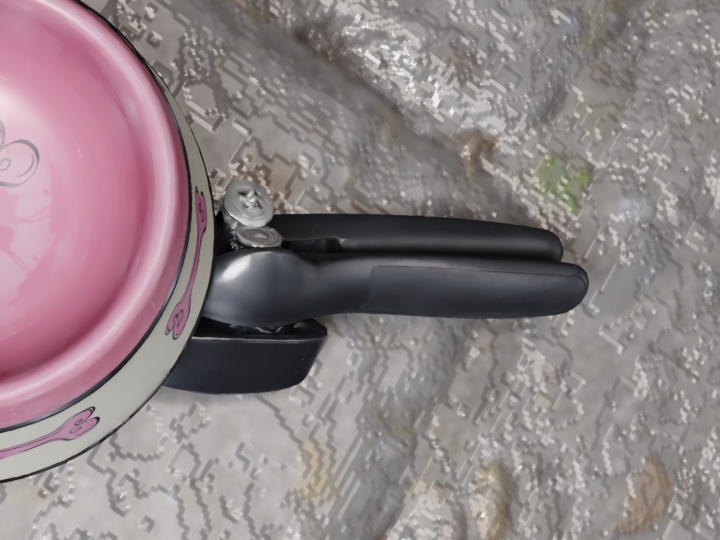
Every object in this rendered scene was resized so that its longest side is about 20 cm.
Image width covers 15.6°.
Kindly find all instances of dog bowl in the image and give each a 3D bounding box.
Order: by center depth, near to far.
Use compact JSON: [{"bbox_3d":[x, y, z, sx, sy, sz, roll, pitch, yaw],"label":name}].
[{"bbox_3d":[-0.151,-0.023,0.965,0.200,0.074,0.200,2,77,-7],"label":"dog bowl"}]

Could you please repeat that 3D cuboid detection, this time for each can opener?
[{"bbox_3d":[0.000,0.000,1.071,0.200,0.079,0.063,-6,43,-28],"label":"can opener"}]
